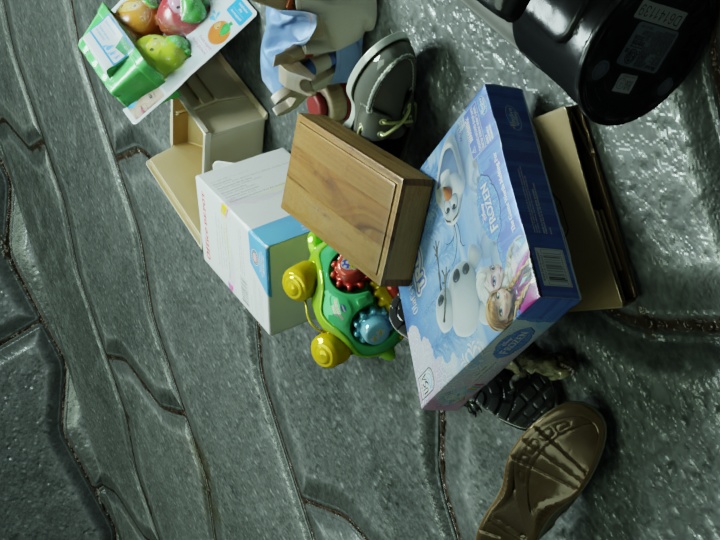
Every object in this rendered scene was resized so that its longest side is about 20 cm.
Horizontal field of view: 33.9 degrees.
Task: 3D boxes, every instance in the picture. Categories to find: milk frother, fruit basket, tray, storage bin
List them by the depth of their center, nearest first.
[{"bbox_3d":[0.147,-0.238,0.778,0.200,0.180,0.188,-50,53,12],"label":"milk frother"},{"bbox_3d":[-0.010,-0.070,1.097,0.200,0.037,0.100,37,121,51],"label":"tray"},{"bbox_3d":[-0.244,-0.299,1.437,0.186,0.200,0.094,53,-168,32],"label":"fruit basket"},{"bbox_3d":[-0.211,-0.176,1.556,0.199,0.093,0.201,52,150,32],"label":"storage bin"}]

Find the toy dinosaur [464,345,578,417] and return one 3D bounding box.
[{"bbox_3d":[0.103,0.076,1.082,0.199,0.088,0.048,28,150,34],"label":"toy dinosaur"}]

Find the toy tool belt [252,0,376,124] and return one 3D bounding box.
[{"bbox_3d":[-0.063,-0.223,1.190,0.125,0.122,0.201,50,149,36],"label":"toy tool belt"}]

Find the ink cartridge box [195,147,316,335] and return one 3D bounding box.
[{"bbox_3d":[-0.104,-0.045,1.400,0.200,0.124,0.130,45,145,42],"label":"ink cartridge box"}]

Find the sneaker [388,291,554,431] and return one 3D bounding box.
[{"bbox_3d":[0.118,0.090,1.148,0.200,0.076,0.088,41,172,34],"label":"sneaker"}]

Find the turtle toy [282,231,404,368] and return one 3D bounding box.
[{"bbox_3d":[0.000,0.000,1.226,0.101,0.145,0.202,-17,99,43],"label":"turtle toy"}]

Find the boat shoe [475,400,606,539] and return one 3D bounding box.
[{"bbox_3d":[0.171,0.192,1.088,0.072,0.065,0.201,34,122,18],"label":"boat shoe"}]

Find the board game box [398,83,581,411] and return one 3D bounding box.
[{"bbox_3d":[0.093,-0.015,0.993,0.199,0.043,0.202,127,140,-50],"label":"board game box"}]

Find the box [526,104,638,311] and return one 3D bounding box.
[{"bbox_3d":[0.149,-0.044,1.016,0.200,0.021,0.165,-11,98,66],"label":"box"}]

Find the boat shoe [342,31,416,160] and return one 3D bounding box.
[{"bbox_3d":[0.024,-0.150,1.134,0.061,0.072,0.202,58,159,19],"label":"boat shoe"}]
